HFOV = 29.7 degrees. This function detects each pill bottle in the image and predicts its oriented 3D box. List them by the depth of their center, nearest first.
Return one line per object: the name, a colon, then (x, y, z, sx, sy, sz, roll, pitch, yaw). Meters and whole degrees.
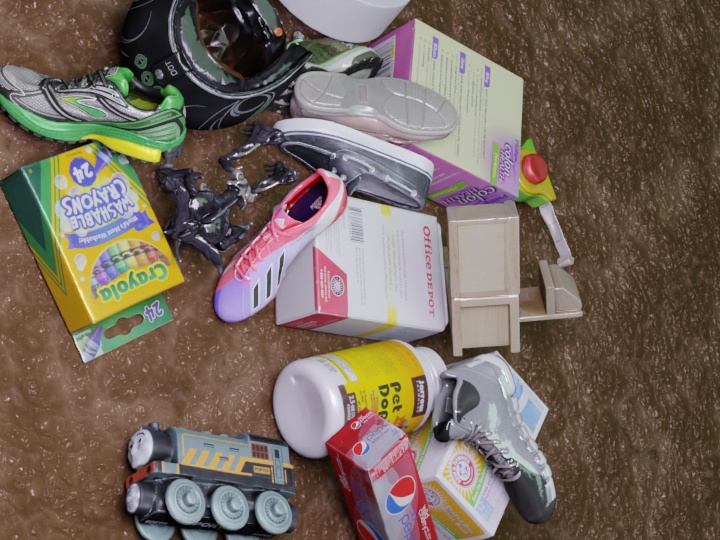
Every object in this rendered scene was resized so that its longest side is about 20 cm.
pill bottle: (0.006, 0.139, 1.525, 0.199, 0.109, 0.110, -10, 82, -43)

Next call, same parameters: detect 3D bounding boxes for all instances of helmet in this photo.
helmet: (-0.159, -0.245, 1.457, 0.199, 0.190, 0.202, 0, 89, -24)

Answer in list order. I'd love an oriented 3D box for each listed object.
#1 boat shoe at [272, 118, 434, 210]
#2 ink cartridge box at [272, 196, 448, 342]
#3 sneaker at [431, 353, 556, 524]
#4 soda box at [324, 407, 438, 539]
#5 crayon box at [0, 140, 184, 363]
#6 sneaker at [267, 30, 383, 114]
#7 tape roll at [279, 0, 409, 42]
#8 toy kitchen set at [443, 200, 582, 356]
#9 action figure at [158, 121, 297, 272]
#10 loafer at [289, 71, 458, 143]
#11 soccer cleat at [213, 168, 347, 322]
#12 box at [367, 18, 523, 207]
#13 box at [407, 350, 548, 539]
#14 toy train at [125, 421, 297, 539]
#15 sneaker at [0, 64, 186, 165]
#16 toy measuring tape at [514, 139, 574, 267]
boat shoe: (-0.013, -0.120, 1.596, 0.199, 0.072, 0.068, 18, 68, -11)
ink cartridge box: (0.000, 0.000, 1.586, 0.199, 0.083, 0.146, 11, 69, -39)
sneaker: (0.136, 0.197, 1.515, 0.115, 0.075, 0.201, -9, 71, -38)
soda box: (0.027, 0.247, 1.466, 0.063, 0.070, 0.201, -38, 134, -26)
crayon box: (-0.263, -0.024, 1.378, 0.125, 0.051, 0.201, -28, 95, -44)
sneaker: (-0.070, -0.248, 1.639, 0.199, 0.077, 0.089, -16, 55, -43)
tape roll: (-0.030, -0.379, 1.664, 0.202, 0.071, 0.203, 23, 46, -26)
toy kitchen set: (0.180, -0.027, 1.611, 0.200, 0.162, 0.182, -93, 179, -61)
action figure: (-0.157, -0.074, 1.460, 0.200, 0.102, 0.119, -43, 110, -38)
loafer: (0.014, -0.188, 1.602, 0.199, 0.063, 0.072, 10, 62, -11)
soccer cleat: (-0.092, -0.030, 1.466, 0.067, 0.200, 0.076, 43, -2, 21)
box: (0.106, -0.192, 1.742, 0.199, 0.096, 0.177, 21, 62, -35)
box: (0.125, 0.211, 1.613, 0.113, 0.101, 0.201, 47, 50, -20)
toy train: (-0.151, 0.218, 1.381, 0.199, 0.085, 0.115, 15, 53, -36)
sneaker: (-0.270, -0.176, 1.365, 0.199, 0.086, 0.078, 12, 37, -8)
toy measuring tape: (0.231, -0.094, 1.841, 0.073, 0.073, 0.201, -19, 88, -44)
